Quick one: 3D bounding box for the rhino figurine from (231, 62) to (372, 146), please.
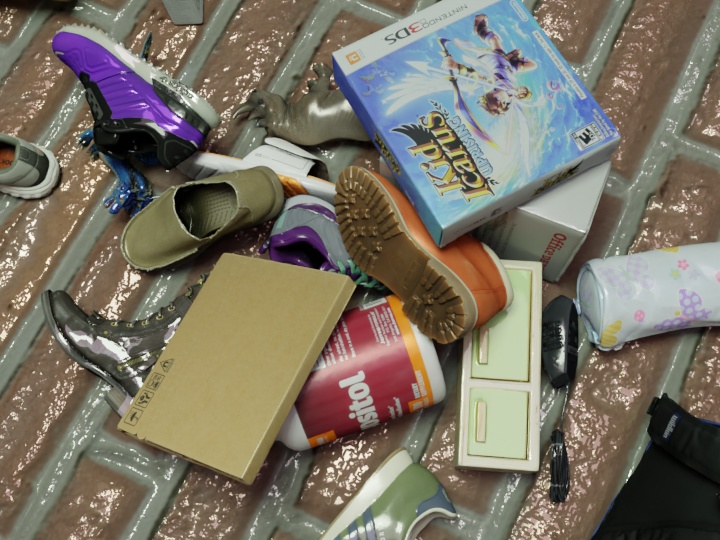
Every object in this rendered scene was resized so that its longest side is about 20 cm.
[{"bbox_3d":[-0.042,-0.175,0.892,0.199,0.060,0.088,-4,71,3],"label":"rhino figurine"}]

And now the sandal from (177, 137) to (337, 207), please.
[{"bbox_3d":[-0.100,-0.114,0.867,0.206,0.079,0.059,15,76,9],"label":"sandal"}]

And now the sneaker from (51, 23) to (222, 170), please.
[{"bbox_3d":[-0.248,-0.169,0.832,0.200,0.070,0.100,31,80,11],"label":"sneaker"}]

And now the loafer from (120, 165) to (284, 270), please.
[{"bbox_3d":[-0.173,-0.055,0.825,0.200,0.067,0.076,-25,81,24],"label":"loafer"}]

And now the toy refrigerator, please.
[{"bbox_3d":[0.134,0.092,0.801,0.076,0.070,0.201,4,75,3],"label":"toy refrigerator"}]

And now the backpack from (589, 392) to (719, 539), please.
[{"bbox_3d":[0.307,0.221,0.695,0.154,0.190,0.200,32,77,-6],"label":"backpack"}]

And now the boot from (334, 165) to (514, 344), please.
[{"bbox_3d":[0.058,-0.024,0.772,0.107,0.075,0.200,-17,61,-44],"label":"boot"}]

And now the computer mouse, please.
[{"bbox_3d":[0.189,0.123,0.803,0.034,0.059,0.201,0,77,25],"label":"computer mouse"}]

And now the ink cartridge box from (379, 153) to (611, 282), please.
[{"bbox_3d":[0.125,-0.079,0.811,0.200,0.145,0.084,22,74,9],"label":"ink cartridge box"}]

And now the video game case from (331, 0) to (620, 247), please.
[{"bbox_3d":[0.099,-0.148,0.736,0.181,0.045,0.200,-28,72,-8],"label":"video game case"}]

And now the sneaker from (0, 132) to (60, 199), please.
[{"bbox_3d":[-0.432,-0.126,0.885,0.200,0.079,0.074,4,76,5],"label":"sneaker"}]

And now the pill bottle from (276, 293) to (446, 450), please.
[{"bbox_3d":[-0.029,0.103,0.783,0.200,0.113,0.113,-19,74,-2],"label":"pill bottle"}]

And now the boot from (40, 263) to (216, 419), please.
[{"bbox_3d":[-0.203,0.053,0.836,0.174,0.069,0.200,-41,83,-12],"label":"boot"}]

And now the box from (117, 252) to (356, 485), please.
[{"bbox_3d":[-0.112,0.079,0.743,0.163,0.021,0.200,10,61,36],"label":"box"}]

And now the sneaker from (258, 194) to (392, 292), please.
[{"bbox_3d":[0.000,0.000,0.814,0.200,0.075,0.088,22,43,5],"label":"sneaker"}]

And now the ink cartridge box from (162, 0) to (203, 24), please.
[{"bbox_3d":[-0.211,-0.407,0.893,0.040,0.200,0.200,-3,73,2],"label":"ink cartridge box"}]

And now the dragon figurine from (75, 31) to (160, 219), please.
[{"bbox_3d":[-0.238,-0.152,0.893,0.099,0.059,0.200,23,77,9],"label":"dragon figurine"}]

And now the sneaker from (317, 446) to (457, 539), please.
[{"bbox_3d":[0.008,0.266,0.756,0.090,0.067,0.200,38,76,17],"label":"sneaker"}]

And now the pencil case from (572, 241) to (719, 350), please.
[{"bbox_3d":[0.316,0.021,0.807,0.199,0.083,0.091,-10,78,0],"label":"pencil case"}]
